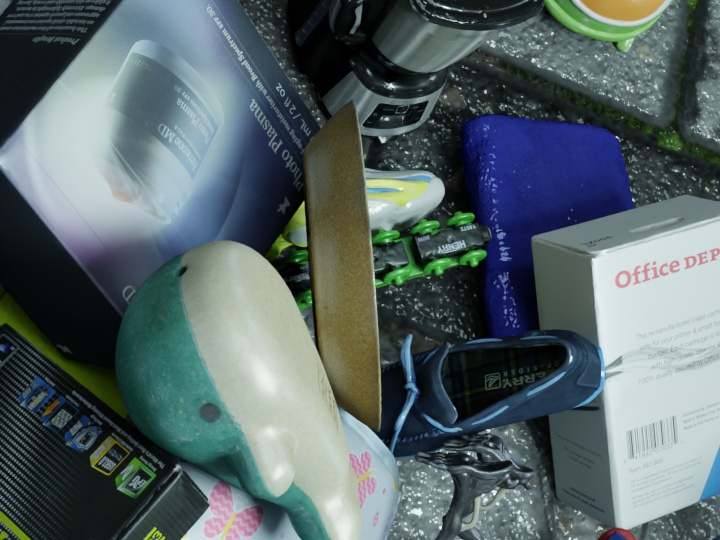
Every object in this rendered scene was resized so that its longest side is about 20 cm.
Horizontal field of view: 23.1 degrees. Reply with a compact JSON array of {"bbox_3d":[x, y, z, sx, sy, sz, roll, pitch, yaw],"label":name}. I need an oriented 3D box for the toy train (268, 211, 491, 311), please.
[{"bbox_3d":[0.000,0.000,1.249,0.198,0.056,0.042,-13,74,-21],"label":"toy train"}]

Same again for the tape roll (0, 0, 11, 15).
[{"bbox_3d":[-0.215,-0.159,1.174,0.199,0.066,0.203,18,67,-49],"label":"tape roll"}]

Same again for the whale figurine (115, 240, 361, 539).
[{"bbox_3d":[-0.068,0.083,0.999,0.103,0.160,0.201,-23,120,9],"label":"whale figurine"}]

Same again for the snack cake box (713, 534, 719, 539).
[{"bbox_3d":[0.324,0.221,1.212,0.115,0.200,0.067,39,61,-2],"label":"snack cake box"}]

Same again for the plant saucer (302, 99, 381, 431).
[{"bbox_3d":[-0.013,-0.002,1.073,0.035,0.201,0.203,-5,70,-2],"label":"plant saucer"}]

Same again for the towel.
[{"bbox_3d":[0.146,-0.015,1.328,0.146,0.049,0.202,5,67,-28],"label":"towel"}]

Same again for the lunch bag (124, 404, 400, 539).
[{"bbox_3d":[-0.071,0.161,1.121,0.200,0.126,0.171,45,57,-30],"label":"lunch bag"}]

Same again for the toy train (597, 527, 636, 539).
[{"bbox_3d":[0.199,0.279,1.213,0.116,0.085,0.200,-44,125,-5],"label":"toy train"}]

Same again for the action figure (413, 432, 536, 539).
[{"bbox_3d":[0.060,0.211,1.160,0.101,0.119,0.203,8,102,18],"label":"action figure"}]

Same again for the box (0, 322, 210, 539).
[{"bbox_3d":[-0.214,0.150,1.020,0.193,0.048,0.199,-46,48,-14],"label":"box"}]

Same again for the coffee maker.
[{"bbox_3d":[0.038,-0.218,1.275,0.133,0.200,0.194,17,66,-17],"label":"coffee maker"}]

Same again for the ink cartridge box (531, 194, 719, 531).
[{"bbox_3d":[0.208,0.061,1.247,0.143,0.084,0.202,-15,107,-26],"label":"ink cartridge box"}]

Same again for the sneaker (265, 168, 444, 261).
[{"bbox_3d":[-0.038,-0.068,1.256,0.198,0.076,0.106,-13,74,-25],"label":"sneaker"}]

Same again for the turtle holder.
[{"bbox_3d":[0.213,-0.281,1.410,0.140,0.132,0.186,36,61,-4],"label":"turtle holder"}]

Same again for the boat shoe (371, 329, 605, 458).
[{"bbox_3d":[0.062,0.071,1.183,0.069,0.198,0.085,32,40,-60],"label":"boat shoe"}]

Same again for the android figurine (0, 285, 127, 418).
[{"bbox_3d":[-0.193,0.064,1.161,0.181,0.041,0.201,38,62,-3],"label":"android figurine"}]

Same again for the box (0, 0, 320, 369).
[{"bbox_3d":[-0.145,-0.073,1.088,0.199,0.122,0.201,-55,131,-25],"label":"box"}]
